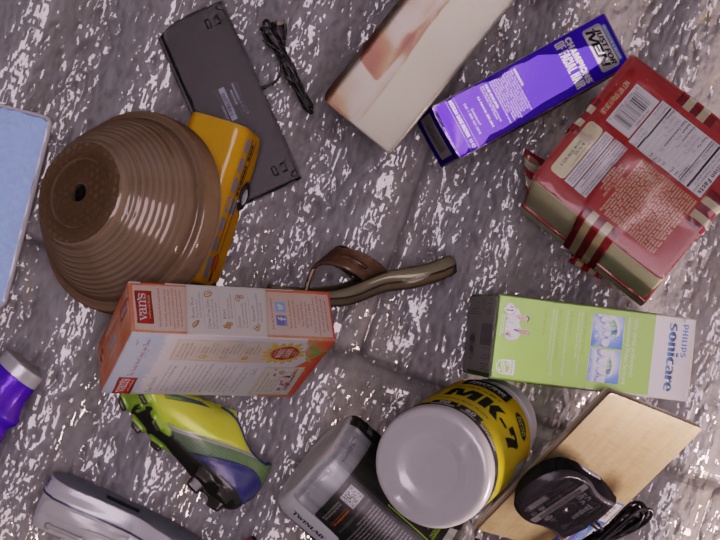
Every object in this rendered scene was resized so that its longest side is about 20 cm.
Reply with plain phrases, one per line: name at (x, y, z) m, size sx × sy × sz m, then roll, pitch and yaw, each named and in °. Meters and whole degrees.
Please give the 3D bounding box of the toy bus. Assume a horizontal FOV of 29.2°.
toy bus at (-0.161, -0.049, 1.372) m, size 0.065 × 0.078 × 0.201 m, roll 17°, pitch 87°, yaw 10°

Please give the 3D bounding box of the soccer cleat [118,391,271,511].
soccer cleat at (-0.171, 0.151, 1.394) m, size 0.200 × 0.065 × 0.084 m, roll 49°, pitch 55°, yaw 1°

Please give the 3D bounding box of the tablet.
tablet at (-0.395, -0.073, 1.386) m, size 0.129 × 0.014 × 0.201 m, roll 14°, pitch 87°, yaw -6°

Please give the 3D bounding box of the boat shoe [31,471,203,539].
boat shoe at (-0.231, 0.271, 1.377) m, size 0.199 × 0.074 × 0.066 m, roll 26°, pitch 91°, yaw 5°

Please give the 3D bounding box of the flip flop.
flip flop at (0.000, 0.000, 1.395) m, size 0.199 × 0.081 × 0.058 m, roll -11°, pitch 95°, yaw -11°

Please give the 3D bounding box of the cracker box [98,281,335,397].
cracker box at (-0.140, 0.068, 1.324) m, size 0.199 × 0.134 × 0.058 m, roll 3°, pitch 61°, yaw -23°

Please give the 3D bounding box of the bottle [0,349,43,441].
bottle at (-0.392, 0.167, 1.348) m, size 0.065 × 0.084 × 0.200 m, roll 40°, pitch 86°, yaw -4°

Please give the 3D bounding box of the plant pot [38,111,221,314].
plant pot at (-0.239, -0.062, 1.314) m, size 0.200 × 0.093 × 0.202 m, roll -7°, pitch 76°, yaw 29°

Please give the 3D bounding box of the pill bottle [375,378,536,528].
pill bottle at (0.100, 0.168, 1.335) m, size 0.114 × 0.200 × 0.115 m, roll 3°, pitch 97°, yaw 21°

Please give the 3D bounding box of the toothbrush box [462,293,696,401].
toothbrush box at (0.215, 0.075, 1.385) m, size 0.199 × 0.146 × 0.087 m, roll 6°, pitch 88°, yaw -7°

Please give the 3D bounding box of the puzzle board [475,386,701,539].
puzzle board at (0.226, 0.203, 1.376) m, size 0.150 × 0.017 × 0.200 m, roll 22°, pitch 118°, yaw -38°

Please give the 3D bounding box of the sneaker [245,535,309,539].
sneaker at (-0.037, 0.321, 1.389) m, size 0.199 × 0.075 × 0.085 m, roll 16°, pitch 92°, yaw -6°

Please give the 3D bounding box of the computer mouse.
computer mouse at (0.185, 0.240, 1.353) m, size 0.140 × 0.046 × 0.200 m, roll -40°, pitch 139°, yaw 19°

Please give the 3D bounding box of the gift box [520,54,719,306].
gift box at (0.267, -0.098, 1.376) m, size 0.200 × 0.187 × 0.185 m, roll 44°, pitch 86°, yaw 10°

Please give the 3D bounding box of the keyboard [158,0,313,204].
keyboard at (-0.113, -0.180, 1.416) m, size 0.127 × 0.021 × 0.201 m, roll -24°, pitch 93°, yaw 0°

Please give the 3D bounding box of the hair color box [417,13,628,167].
hair color box at (0.162, -0.180, 1.401) m, size 0.199 × 0.109 × 0.065 m, roll -31°, pitch 93°, yaw -5°

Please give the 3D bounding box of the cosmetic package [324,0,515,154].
cosmetic package at (0.058, -0.224, 1.370) m, size 0.087 × 0.103 × 0.200 m, roll 39°, pitch 99°, yaw -8°

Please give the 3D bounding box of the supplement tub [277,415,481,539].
supplement tub at (0.026, 0.250, 1.374) m, size 0.200 × 0.123 × 0.123 m, roll 42°, pitch 85°, yaw -4°
